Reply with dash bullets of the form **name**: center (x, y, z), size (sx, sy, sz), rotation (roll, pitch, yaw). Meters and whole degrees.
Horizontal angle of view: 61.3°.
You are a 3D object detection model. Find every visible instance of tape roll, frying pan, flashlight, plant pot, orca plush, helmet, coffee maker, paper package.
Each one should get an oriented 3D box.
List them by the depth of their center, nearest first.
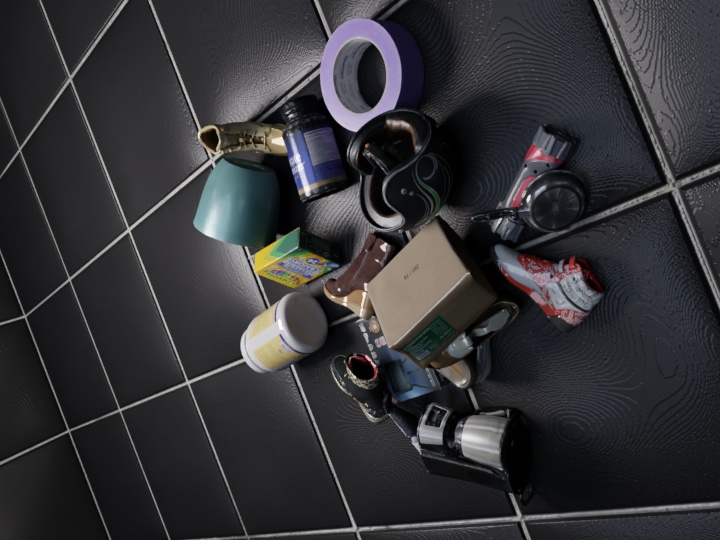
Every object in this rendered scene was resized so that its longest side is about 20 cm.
- **frying pan**: center (0.287, -0.115, 1.009), size (0.184, 0.031, 0.118), rotation (7, 125, -1)
- **flashlight**: center (0.292, -0.143, 1.038), size (0.066, 0.068, 0.204), rotation (15, 122, -7)
- **paper package**: center (0.125, 0.039, 1.108), size (0.200, 0.103, 0.192), rotation (-44, 34, 17)
- **helmet**: center (0.078, -0.174, 1.116), size (0.196, 0.203, 0.192), rotation (22, 158, 31)
- **tape roll**: center (0.020, -0.375, 1.172), size (0.196, 0.084, 0.206), rotation (13, 112, 35)
- **coffee maker**: center (0.223, 0.364, 1.197), size (0.196, 0.133, 0.198), rotation (1, 104, 39)
- **orca plush**: center (0.123, 0.326, 1.290), size (0.071, 0.105, 0.201), rotation (-39, 102, -4)
- **plant pot**: center (-0.274, -0.167, 1.408), size (0.197, 0.199, 0.165), rotation (25, 108, 30)

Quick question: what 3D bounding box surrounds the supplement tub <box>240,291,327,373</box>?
- **supplement tub**: center (-0.186, 0.155, 1.456), size (0.198, 0.144, 0.148), rotation (-33, 83, 40)

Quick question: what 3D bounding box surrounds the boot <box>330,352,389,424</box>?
- **boot**: center (-0.009, 0.220, 1.326), size (0.203, 0.072, 0.156), rotation (44, 158, 41)

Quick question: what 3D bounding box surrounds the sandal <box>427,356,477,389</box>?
- **sandal**: center (0.136, 0.162, 1.173), size (0.199, 0.054, 0.083), rotation (41, 128, 28)

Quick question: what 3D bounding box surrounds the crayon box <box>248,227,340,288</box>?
- **crayon box**: center (-0.155, -0.019, 1.390), size (0.197, 0.124, 0.053), rotation (-24, 55, 41)

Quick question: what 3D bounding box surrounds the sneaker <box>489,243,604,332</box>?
- **sneaker**: center (0.325, -0.001, 1.051), size (0.202, 0.067, 0.109), rotation (47, 126, 14)

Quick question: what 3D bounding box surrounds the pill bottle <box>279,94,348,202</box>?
- **pill bottle**: center (-0.103, -0.258, 1.288), size (0.110, 0.111, 0.206), rotation (-15, 94, 40)

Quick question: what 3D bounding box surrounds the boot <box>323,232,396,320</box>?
- **boot**: center (0.000, 0.000, 1.319), size (0.199, 0.071, 0.171), rotation (27, 100, 55)

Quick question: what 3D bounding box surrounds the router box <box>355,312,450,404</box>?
- **router box**: center (0.092, 0.168, 1.290), size (0.148, 0.062, 0.205), rotation (-28, 85, 39)

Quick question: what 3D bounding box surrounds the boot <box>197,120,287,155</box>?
- **boot**: center (-0.253, -0.296, 1.368), size (0.196, 0.154, 0.075), rotation (21, 116, 32)

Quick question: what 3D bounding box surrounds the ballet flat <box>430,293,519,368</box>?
- **ballet flat**: center (0.210, 0.112, 1.103), size (0.197, 0.072, 0.069), rotation (-31, 93, -4)

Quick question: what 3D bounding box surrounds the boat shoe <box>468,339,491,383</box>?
- **boat shoe**: center (0.213, 0.125, 1.173), size (0.069, 0.071, 0.207), rotation (2, 105, 37)
